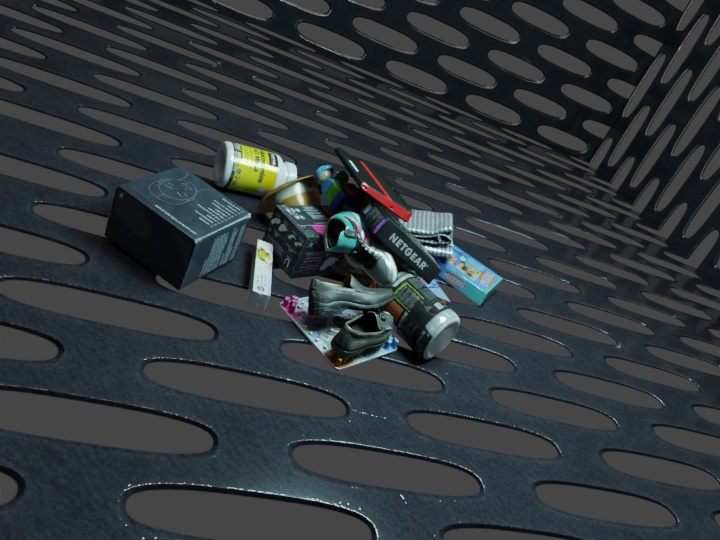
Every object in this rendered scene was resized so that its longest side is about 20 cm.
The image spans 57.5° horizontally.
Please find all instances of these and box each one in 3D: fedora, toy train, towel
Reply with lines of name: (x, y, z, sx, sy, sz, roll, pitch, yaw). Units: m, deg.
fedora: (-0.153, -0.159, 1.602, 0.199, 0.199, 0.083, -13, 77, -51)
toy train: (-0.021, -0.192, 1.576, 0.198, 0.085, 0.116, -4, 50, -54)
towel: (0.178, -0.112, 1.812, 0.161, 0.088, 0.201, 8, 21, 3)
towel: (0.073, -0.049, 1.574, 0.153, 0.023, 0.199, 47, 10, 25)

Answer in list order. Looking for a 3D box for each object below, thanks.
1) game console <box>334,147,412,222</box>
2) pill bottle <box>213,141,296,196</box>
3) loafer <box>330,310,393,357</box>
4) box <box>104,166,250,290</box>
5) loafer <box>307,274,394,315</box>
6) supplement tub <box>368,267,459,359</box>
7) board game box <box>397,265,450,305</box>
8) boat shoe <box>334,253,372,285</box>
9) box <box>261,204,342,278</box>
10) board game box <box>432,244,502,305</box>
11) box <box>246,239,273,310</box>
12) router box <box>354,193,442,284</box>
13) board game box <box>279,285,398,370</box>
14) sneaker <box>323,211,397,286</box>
game console: (0.029, -0.198, 1.517, 0.175, 0.031, 0.201, 27, 20, -35)
pill bottle: (-0.267, -0.253, 1.678, 0.196, 0.114, 0.113, 9, 33, -31)
loafer: (0.017, 0.115, 1.321, 0.071, 0.064, 0.199, 36, 29, 20)
box: (-0.362, -0.092, 1.316, 0.198, 0.125, 0.196, 34, 27, 10)
loafer: (-0.016, 0.045, 1.346, 0.196, 0.074, 0.072, -6, 6, -32)
supplement tub: (0.112, 0.087, 1.445, 0.200, 0.124, 0.121, 44, 32, 27)
board game box: (0.134, 0.027, 1.630, 0.198, 0.020, 0.104, 22, 27, -40)
boat shoe: (0.000, 0.000, 1.547, 0.073, 0.072, 0.199, 53, 14, 22)
box: (-0.109, -0.070, 1.516, 0.198, 0.116, 0.132, -5, 40, -49)
board game box: (0.284, 0.003, 1.820, 0.198, 0.046, 0.151, 36, 29, 17)
box: (-0.210, 0.005, 1.381, 0.038, 0.042, 0.202, 17, 31, -16)
router box: (0.084, -0.073, 1.476, 0.199, 0.051, 0.150, 40, 10, -32)
board game box: (-0.041, 0.112, 1.372, 0.198, 0.026, 0.200, -10, 46, -49)
sneaker: (-0.010, -0.046, 1.394, 0.120, 0.084, 0.201, -8, 54, -53)
